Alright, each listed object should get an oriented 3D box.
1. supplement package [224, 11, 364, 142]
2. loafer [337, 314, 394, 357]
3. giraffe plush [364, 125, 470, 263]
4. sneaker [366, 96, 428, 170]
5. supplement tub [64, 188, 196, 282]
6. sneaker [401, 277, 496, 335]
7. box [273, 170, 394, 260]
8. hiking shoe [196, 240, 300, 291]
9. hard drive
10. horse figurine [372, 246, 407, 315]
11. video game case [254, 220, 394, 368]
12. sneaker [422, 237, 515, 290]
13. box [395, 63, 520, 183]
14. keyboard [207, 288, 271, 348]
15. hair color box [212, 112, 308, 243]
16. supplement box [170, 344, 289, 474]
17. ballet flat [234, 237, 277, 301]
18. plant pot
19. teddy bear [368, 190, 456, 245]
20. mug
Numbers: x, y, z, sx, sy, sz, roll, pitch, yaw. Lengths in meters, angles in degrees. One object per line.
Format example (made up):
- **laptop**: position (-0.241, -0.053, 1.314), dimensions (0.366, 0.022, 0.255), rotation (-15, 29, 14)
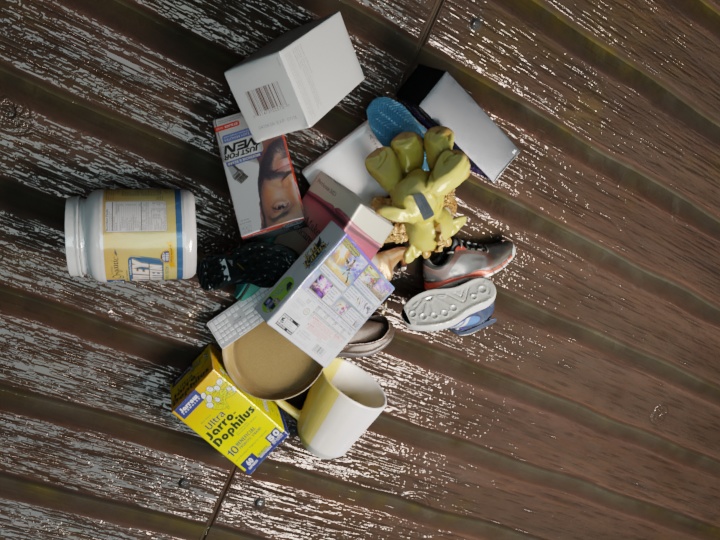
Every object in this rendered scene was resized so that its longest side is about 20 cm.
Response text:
- **supplement package**: position (-0.097, -0.304, 1.125), dimensions (0.114, 0.201, 0.119), rotation (-8, 119, 34)
- **loafer**: position (-0.028, 0.121, 1.356), dimensions (0.194, 0.074, 0.072), rotation (-12, 137, -13)
- **giraffe plush**: position (0.107, -0.108, 1.186), dimensions (0.168, 0.204, 0.164), rotation (-10, 142, 12)
- **sneaker**: position (0.090, -0.224, 1.264), dimensions (0.199, 0.081, 0.077), rotation (40, 96, -5)
- **supplement tub**: position (-0.367, -0.057, 1.164), dimensions (0.194, 0.145, 0.149), rotation (-2, 109, -16)
- **sneaker**: position (0.168, 0.096, 1.389), dimensions (0.195, 0.082, 0.148), rotation (-19, 149, -13)
- **box**: position (-0.060, -0.041, 1.228), dimensions (0.108, 0.127, 0.202), rotation (26, 100, -50)
- **hiking shoe**: position (-0.174, -0.015, 1.180), dimensions (0.195, 0.086, 0.077), rotation (-3, 101, 27)
- **hard drive**: position (0.007, -0.184, 1.303), dimensions (0.198, 0.027, 0.133), rotation (-37, 115, -3)
- **horse figurine**: position (0.000, 0.000, 1.348), dimensions (0.195, 0.050, 0.136), rotation (17, 103, -21)
- **video game case**: position (-0.052, 0.044, 1.163), dimensions (0.182, 0.045, 0.200), rotation (-47, 143, -3)
- **sneaker**: position (0.208, -0.028, 1.392), dimensions (0.196, 0.077, 0.084), rotation (-22, 107, -10)
- **box**: position (0.169, -0.260, 1.265), dimensions (0.199, 0.141, 0.079), rotation (40, 94, -24)
- **keyboard**: position (-0.182, 0.062, 1.306), dimensions (0.198, 0.011, 0.057), rotation (-35, 83, -12)
- **hair color box**: position (-0.163, -0.158, 1.179), dimensions (0.108, 0.064, 0.205), rotation (-16, 80, -1)
- **supplement box**: position (-0.241, 0.255, 1.325), dimensions (0.109, 0.110, 0.200), rotation (-44, 114, 1)
- **ballet flat**: position (-0.164, -0.032, 1.279), dimensions (0.069, 0.067, 0.205), rotation (13, 104, -26)
- **plant pot**: position (-0.151, 0.136, 1.301), dimensions (0.194, 0.028, 0.206), rotation (-1, 69, 2)
- **teddy bear**: position (0.095, -0.098, 1.321), dimensions (0.195, 0.067, 0.149), rotation (3, 108, -28)
- **mug**: position (-0.061, 0.263, 1.387), dimensions (0.155, 0.186, 0.148), rotation (-58, 155, 17)
